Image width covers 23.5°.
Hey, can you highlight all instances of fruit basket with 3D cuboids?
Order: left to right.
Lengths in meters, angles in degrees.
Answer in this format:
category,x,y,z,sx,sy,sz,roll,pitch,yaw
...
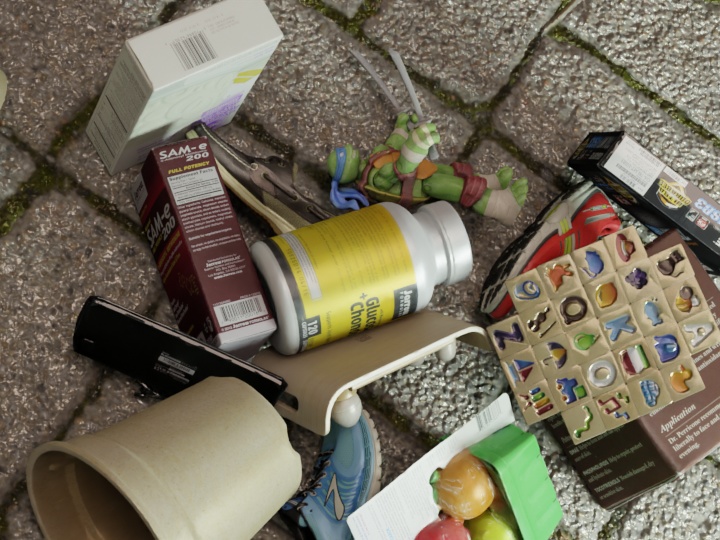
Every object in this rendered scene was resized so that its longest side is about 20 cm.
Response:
category,x,y,z,sx,sy,sz,roll,pitch,yaw
fruit basket,0.087,0.236,1.620,0.200,0.094,0.185,-34,123,-17

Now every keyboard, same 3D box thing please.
category,x,y,z,sx,sy,sz,roll,pitch,yaw
keyboard,-0.171,0.084,1.607,0.200,0.104,0.040,26,41,-9

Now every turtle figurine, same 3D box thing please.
category,x,y,z,sx,sy,sz,roll,pitch,yaw
turtle figurine,0.075,-0.131,1.746,0.194,0.144,0.200,19,69,-16

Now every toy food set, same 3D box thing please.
category,x,y,z,sx,sy,sz,roll,pitch,yaw
toy food set,0.008,0.091,1.645,0.200,0.143,0.061,-23,113,-28

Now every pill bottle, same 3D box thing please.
category,x,y,z,sx,sy,sz,roll,pitch,yaw
pill bottle,0.000,0.000,1.641,0.200,0.112,0.112,-18,77,-16

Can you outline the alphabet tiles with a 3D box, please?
category,x,y,z,sx,sy,sz,roll,pitch,yaw
alphabet tiles,0.227,0.060,1.614,0.200,0.006,0.167,-24,84,2

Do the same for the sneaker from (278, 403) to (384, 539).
category,x,y,z,sx,sy,sz,roll,pitch,yaw
sneaker,-0.030,0.211,1.618,0.090,0.078,0.200,7,68,-13

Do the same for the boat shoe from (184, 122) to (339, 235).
category,x,y,z,sx,sy,sz,roll,pitch,yaw
boat shoe,-0.085,-0.081,1.703,0.200,0.073,0.065,42,92,-11

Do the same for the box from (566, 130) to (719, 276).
category,x,y,z,sx,sy,sz,roll,pitch,yaw
box,0.315,-0.066,1.775,0.198,0.200,0.050,39,91,-5

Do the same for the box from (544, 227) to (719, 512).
category,x,y,z,sx,sy,sz,roll,pitch,yaw
box,0.278,0.101,1.717,0.166,0.164,0.200,-31,82,-26

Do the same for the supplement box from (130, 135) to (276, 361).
category,x,y,z,sx,sy,sz,roll,pitch,yaw
supplement box,-0.151,-0.013,1.640,0.061,0.109,0.200,-15,75,-23

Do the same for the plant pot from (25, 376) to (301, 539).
category,x,y,z,sx,sy,sz,roll,pitch,yaw
plant pot,-0.160,0.192,1.526,0.183,0.200,0.201,-35,85,-36

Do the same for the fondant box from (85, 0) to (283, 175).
category,x,y,z,sx,sy,sz,roll,pitch,yaw
fondant box,-0.170,-0.177,1.643,0.144,0.200,0.058,-27,82,-26

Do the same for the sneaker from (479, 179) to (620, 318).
category,x,y,z,sx,sy,sz,roll,pitch,yaw
sneaker,0.203,-0.012,1.786,0.085,0.077,0.200,47,63,-4

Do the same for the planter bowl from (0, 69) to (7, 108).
category,x,y,z,sx,sy,sz,roll,pitch,yaw
planter bowl,-0.411,-0.169,1.577,0.135,0.200,0.200,38,59,-33
